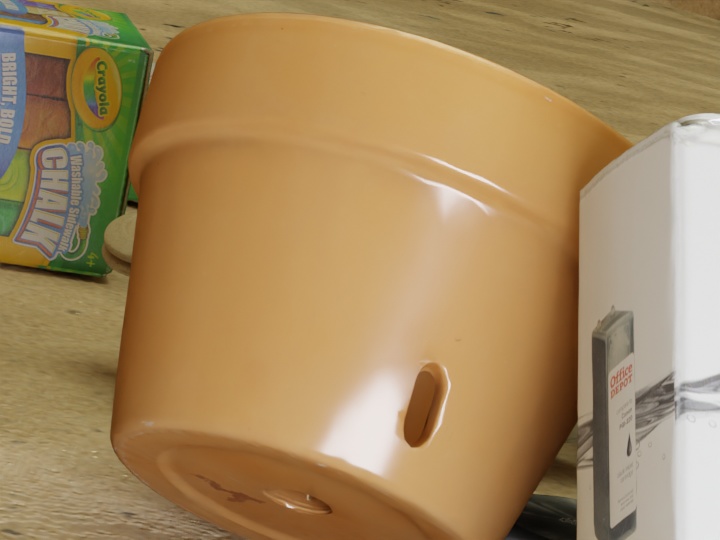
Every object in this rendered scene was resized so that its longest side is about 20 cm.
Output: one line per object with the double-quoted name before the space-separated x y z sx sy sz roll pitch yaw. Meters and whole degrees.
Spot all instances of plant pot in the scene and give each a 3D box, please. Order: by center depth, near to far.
"plant pot" 0.000 0.021 0.908 0.200 0.140 0.200 16 -20 6

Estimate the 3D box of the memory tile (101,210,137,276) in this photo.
"memory tile" 0.000 0.000 1.120 0.200 0.017 0.153 -8 30 -20

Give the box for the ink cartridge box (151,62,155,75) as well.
"ink cartridge box" -0.095 -0.073 1.554 0.200 0.068 0.116 19 14 27

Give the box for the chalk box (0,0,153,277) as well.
"chalk box" -0.177 -0.074 1.342 0.200 0.125 0.124 8 12 -13

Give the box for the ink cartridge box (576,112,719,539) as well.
"ink cartridge box" 0.144 0.065 0.788 0.145 0.200 0.085 8 -16 -18

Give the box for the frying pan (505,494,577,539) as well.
"frying pan" 0.059 0.109 0.952 0.115 0.031 0.190 21 12 42

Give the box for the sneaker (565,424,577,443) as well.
"sneaker" 0.032 0.049 1.118 0.200 0.075 0.081 4 19 2
